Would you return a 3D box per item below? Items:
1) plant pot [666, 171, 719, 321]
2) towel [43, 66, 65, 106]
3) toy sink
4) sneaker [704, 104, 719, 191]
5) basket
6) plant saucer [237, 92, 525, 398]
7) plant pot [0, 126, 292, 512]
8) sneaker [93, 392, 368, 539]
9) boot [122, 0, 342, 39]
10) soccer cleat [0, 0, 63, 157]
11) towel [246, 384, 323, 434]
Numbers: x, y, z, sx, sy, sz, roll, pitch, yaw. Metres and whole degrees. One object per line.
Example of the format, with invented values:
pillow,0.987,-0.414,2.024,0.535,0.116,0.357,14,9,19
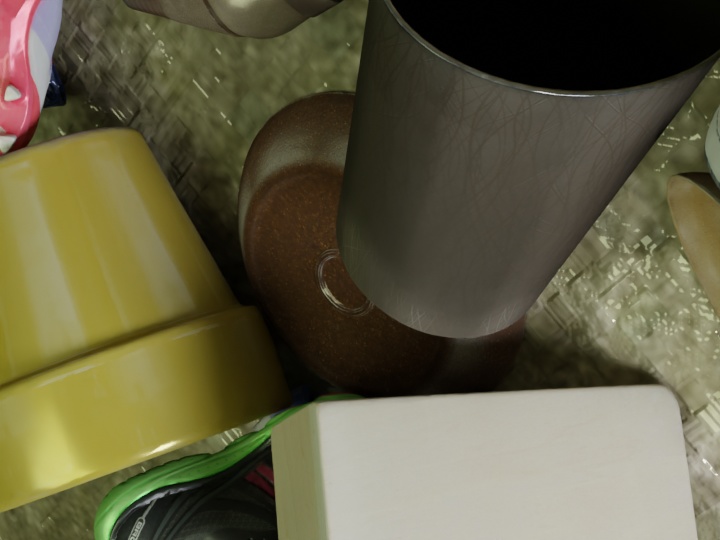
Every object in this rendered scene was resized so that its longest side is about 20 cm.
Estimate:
plant pot,0.199,0.038,0.739,0.027,0.200,0.201,-31,92,1
towel,-0.267,-0.187,1.057,0.146,0.024,0.202,-3,114,42
toy sink,0.062,0.135,0.888,0.112,0.197,0.132,141,125,-70
sneaker,0.188,-0.105,0.620,0.076,0.203,0.147,19,127,0
basket,0.063,-0.069,0.778,0.137,0.179,0.201,60,150,26
plant saucer,0.000,0.000,0.953,0.199,0.037,0.202,20,127,29
plant pot,-0.161,0.024,1.006,0.200,0.200,0.191,-22,85,45
sneaker,-0.050,0.133,0.958,0.077,0.198,0.084,78,167,-68
boot,-0.075,-0.218,0.867,0.145,0.070,0.202,-3,111,32
soccer cleat,-0.196,-0.160,0.975,0.066,0.077,0.202,14,100,-7
towel,-0.086,0.173,1.068,0.024,0.148,0.200,24,139,-22
